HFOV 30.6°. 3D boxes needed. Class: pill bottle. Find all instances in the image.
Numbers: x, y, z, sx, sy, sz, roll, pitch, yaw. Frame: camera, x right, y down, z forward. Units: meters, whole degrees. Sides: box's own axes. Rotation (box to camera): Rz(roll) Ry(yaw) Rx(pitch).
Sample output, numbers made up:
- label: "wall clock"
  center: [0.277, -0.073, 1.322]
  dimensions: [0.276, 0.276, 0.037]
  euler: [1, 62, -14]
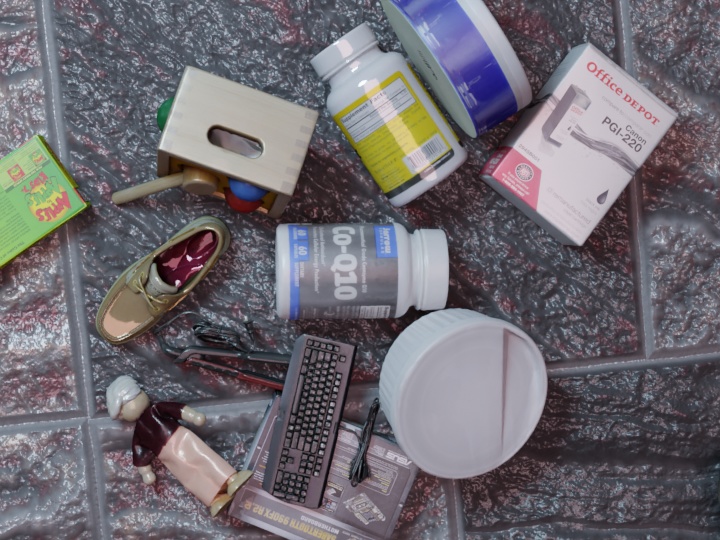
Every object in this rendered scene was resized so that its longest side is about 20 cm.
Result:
- label: "pill bottle"
  center: [0.000, 0.000, 1.557]
  dimensions: [0.198, 0.114, 0.115]
  euler: [-1, 94, -5]
- label: "pill bottle"
  center: [0.030, -0.185, 1.549]
  dimensions: [0.111, 0.111, 0.201]
  euler: [-34, 96, -2]

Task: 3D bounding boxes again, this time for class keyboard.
- label: "keyboard"
  center: [-0.037, 0.185, 1.566]
  dimensions: [0.126, 0.021, 0.202]
  euler: [12, 93, -6]

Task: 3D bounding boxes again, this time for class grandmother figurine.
- label: "grandmother figurine"
  center: [-0.226, 0.204, 1.565]
  dimensions: [0.200, 0.061, 0.121]
  euler: [43, 100, 8]

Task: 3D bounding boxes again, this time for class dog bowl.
- label: "dog bowl"
  center: [0.108, -0.254, 1.507]
  dimensions: [0.079, 0.200, 0.201]
  euler: [-34, 96, 1]

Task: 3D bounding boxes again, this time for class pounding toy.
- label: "pounding toy"
  center: [-0.172, -0.128, 1.513]
  dimensions: [0.199, 0.184, 0.143]
  euler: [19, 80, -6]

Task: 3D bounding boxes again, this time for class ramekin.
- label: "ramekin"
  center: [0.114, 0.138, 1.560]
  dimensions: [0.201, 0.094, 0.204]
  euler: [-8, 112, -21]

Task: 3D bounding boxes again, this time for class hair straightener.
- label: "hair straightener"
  center: [-0.152, 0.090, 1.593]
  dimensions: [0.199, 0.041, 0.078]
  euler: [15, 92, -2]

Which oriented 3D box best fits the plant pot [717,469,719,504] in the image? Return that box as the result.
- label: "plant pot"
  center: [0.526, 0.334, 1.603]
  dimensions: [0.198, 0.200, 0.175]
  euler: [2, 110, -5]

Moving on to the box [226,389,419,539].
- label: "box"
  center: [-0.042, 0.256, 1.604]
  dimensions: [0.199, 0.048, 0.159]
  euler: [22, 92, -5]

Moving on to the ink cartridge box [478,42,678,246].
- label: "ink cartridge box"
  center: [0.262, -0.150, 1.586]
  dimensions: [0.145, 0.085, 0.200]
  euler: [37, 88, -7]

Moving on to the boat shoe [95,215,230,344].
- label: "boat shoe"
  center: [-0.238, 0.010, 1.560]
  dimensions: [0.074, 0.066, 0.200]
  euler: [44, 89, -6]

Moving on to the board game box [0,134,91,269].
- label: "board game box"
  center: [-0.429, -0.060, 1.548]
  dimensions: [0.199, 0.048, 0.102]
  euler: [-35, 97, -2]
